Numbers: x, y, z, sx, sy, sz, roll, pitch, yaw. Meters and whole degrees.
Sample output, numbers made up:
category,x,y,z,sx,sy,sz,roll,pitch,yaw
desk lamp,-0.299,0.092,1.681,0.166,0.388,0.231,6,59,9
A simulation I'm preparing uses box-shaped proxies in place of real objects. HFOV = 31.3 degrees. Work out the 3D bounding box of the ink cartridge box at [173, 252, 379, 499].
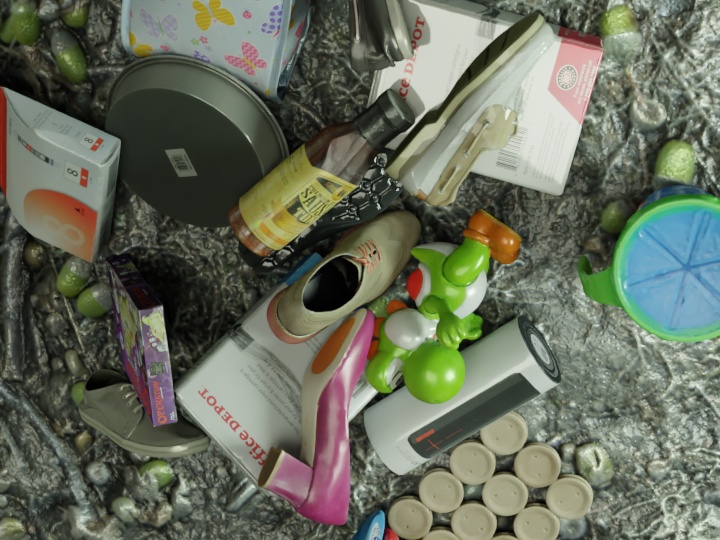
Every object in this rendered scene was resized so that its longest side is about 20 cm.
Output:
category,x,y,z,sx,sy,sz,roll,pitch,yaw
ink cartridge box,-0.073,0.104,1.293,0.200,0.084,0.145,-44,98,-13

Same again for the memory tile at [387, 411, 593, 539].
category,x,y,z,sx,sy,sz,roll,pitch,yaw
memory tile,0.139,0.255,1.387,0.153,0.017,0.200,43,110,-5

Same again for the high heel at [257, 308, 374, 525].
category,x,y,z,sx,sy,sz,roll,pitch,yaw
high heel,-0.014,0.141,1.232,0.096,0.067,0.201,30,77,-21

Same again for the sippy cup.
category,x,y,z,sx,sy,sz,roll,pitch,yaw
sippy cup,0.303,-0.019,1.204,0.176,0.130,0.141,19,111,4

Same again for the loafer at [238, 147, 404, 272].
category,x,y,z,sx,sy,sz,roll,pitch,yaw
loafer,-0.035,-0.068,1.284,0.200,0.070,0.068,-31,104,16

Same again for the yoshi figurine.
category,x,y,z,sx,sy,sz,roll,pitch,yaw
yoshi figurine,0.092,0.049,1.248,0.112,0.112,0.201,40,85,-31

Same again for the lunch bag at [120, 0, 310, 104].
category,x,y,z,sx,sy,sz,roll,pitch,yaw
lunch bag,-0.132,-0.263,1.210,0.168,0.128,0.201,19,136,4

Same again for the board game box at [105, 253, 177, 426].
category,x,y,z,sx,sy,sz,roll,pitch,yaw
board game box,-0.224,0.066,1.304,0.032,0.200,0.121,-14,109,-16

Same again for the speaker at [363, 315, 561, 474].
category,x,y,z,sx,sy,sz,roll,pitch,yaw
speaker,0.102,0.130,1.319,0.199,0.081,0.081,-33,100,18

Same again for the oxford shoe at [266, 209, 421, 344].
category,x,y,z,sx,sy,sz,roll,pitch,yaw
oxford shoe,0.000,0.000,1.241,0.071,0.200,0.075,50,148,-4

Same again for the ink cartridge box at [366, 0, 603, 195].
category,x,y,z,sx,sy,sz,roll,pitch,yaw
ink cartridge box,0.114,-0.172,1.215,0.198,0.085,0.147,16,110,4

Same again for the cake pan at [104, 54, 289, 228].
category,x,y,z,sx,sy,sz,roll,pitch,yaw
cake pan,-0.167,-0.119,1.266,0.198,0.037,0.201,14,137,13

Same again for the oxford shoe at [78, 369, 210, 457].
category,x,y,z,sx,sy,sz,roll,pitch,yaw
oxford shoe,-0.233,0.150,1.358,0.199,0.075,0.058,17,108,44

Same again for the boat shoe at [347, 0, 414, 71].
category,x,y,z,sx,sy,sz,roll,pitch,yaw
boat shoe,-0.003,-0.272,1.150,0.057,0.067,0.202,-17,73,10

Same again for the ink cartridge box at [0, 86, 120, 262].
category,x,y,z,sx,sy,sz,roll,pitch,yaw
ink cartridge box,-0.345,-0.107,1.304,0.198,0.050,0.163,22,142,0

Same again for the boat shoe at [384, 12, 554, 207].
category,x,y,z,sx,sy,sz,roll,pitch,yaw
boat shoe,0.109,-0.141,1.148,0.068,0.075,0.200,39,118,-9

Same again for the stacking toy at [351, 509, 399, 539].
category,x,y,z,sx,sy,sz,roll,pitch,yaw
stacking toy,0.070,0.357,1.383,0.199,0.116,0.110,27,127,-6

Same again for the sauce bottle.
category,x,y,z,sx,sy,sz,roll,pitch,yaw
sauce bottle,-0.036,-0.092,1.198,0.200,0.066,0.066,-39,98,23
